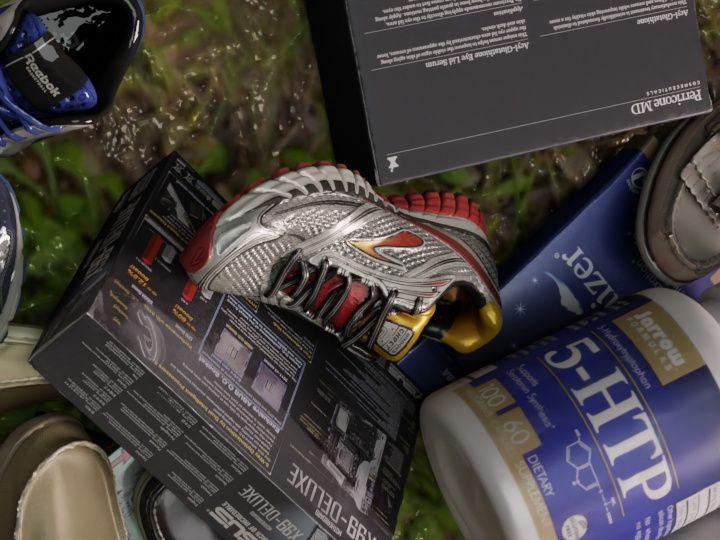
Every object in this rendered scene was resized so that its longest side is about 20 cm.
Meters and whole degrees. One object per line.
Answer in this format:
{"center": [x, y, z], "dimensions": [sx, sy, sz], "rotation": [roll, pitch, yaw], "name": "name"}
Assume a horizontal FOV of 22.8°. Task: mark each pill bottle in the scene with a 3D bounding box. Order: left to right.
{"center": [0.143, 0.078, 0.935], "dimensions": [0.199, 0.120, 0.120], "rotation": [-26, 103, -12], "name": "pill bottle"}

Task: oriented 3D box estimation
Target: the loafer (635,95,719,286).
{"center": [0.222, -0.071, 0.993], "dimensions": [0.072, 0.063, 0.200], "rotation": [51, 55, -13], "name": "loafer"}

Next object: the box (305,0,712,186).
{"center": [0.078, -0.134, 0.969], "dimensions": [0.199, 0.079, 0.142], "rotation": [-13, 96, -17], "name": "box"}

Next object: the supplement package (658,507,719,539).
{"center": [0.234, 0.140, 1.017], "dimensions": [0.199, 0.121, 0.120], "rotation": [-33, 116, -12], "name": "supplement package"}

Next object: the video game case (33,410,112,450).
{"center": [-0.119, 0.195, 0.967], "dimensions": [0.199, 0.025, 0.182], "rotation": [24, 88, -19], "name": "video game case"}

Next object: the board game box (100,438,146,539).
{"center": [-0.134, 0.176, 0.932], "dimensions": [0.200, 0.029, 0.135], "rotation": [-39, 105, -11], "name": "board game box"}

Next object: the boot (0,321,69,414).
{"center": [-0.213, 0.106, 0.876], "dimensions": [0.199, 0.072, 0.156], "rotation": [-3, 73, -12], "name": "boot"}

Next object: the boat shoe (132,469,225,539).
{"center": [-0.039, 0.175, 0.913], "dimensions": [0.073, 0.065, 0.200], "rotation": [-42, 106, -8], "name": "boat shoe"}

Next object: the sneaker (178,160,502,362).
{"center": [0.000, 0.000, 0.898], "dimensions": [0.199, 0.078, 0.083], "rotation": [4, 54, -39], "name": "sneaker"}

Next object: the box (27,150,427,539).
{"center": [-0.058, 0.056, 0.904], "dimensions": [0.050, 0.158, 0.200], "rotation": [-37, 109, 29], "name": "box"}

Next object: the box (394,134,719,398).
{"center": [0.126, 0.035, 1.005], "dimensions": [0.200, 0.032, 0.121], "rotation": [-43, 106, -8], "name": "box"}

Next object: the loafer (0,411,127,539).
{"center": [-0.136, 0.166, 0.865], "dimensions": [0.076, 0.067, 0.201], "rotation": [-22, 116, -47], "name": "loafer"}

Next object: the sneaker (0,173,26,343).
{"center": [-0.217, 0.036, 0.803], "dimensions": [0.077, 0.085, 0.201], "rotation": [26, 81, 6], "name": "sneaker"}

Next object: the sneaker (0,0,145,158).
{"center": [-0.184, -0.088, 0.869], "dimensions": [0.199, 0.115, 0.081], "rotation": [-37, 104, -11], "name": "sneaker"}
